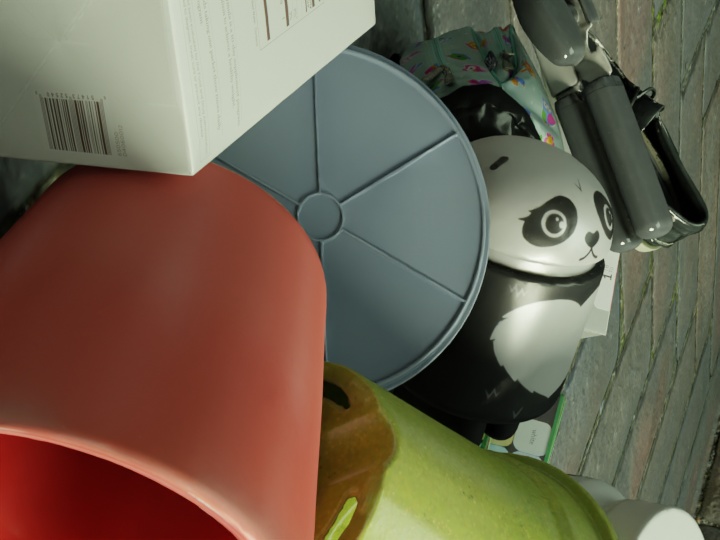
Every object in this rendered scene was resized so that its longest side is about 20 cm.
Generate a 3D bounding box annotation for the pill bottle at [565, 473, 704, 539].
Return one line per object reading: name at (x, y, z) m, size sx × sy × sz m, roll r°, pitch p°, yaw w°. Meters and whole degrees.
pill bottle at (0.098, 0.176, 0.802) m, size 0.113 × 0.199 × 0.114 m, roll 0°, pitch 91°, yaw -46°

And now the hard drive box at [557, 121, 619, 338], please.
hard drive box at (0.138, -0.021, 1.119) m, size 0.200 × 0.076 × 0.157 m, roll 160°, pitch -56°, yaw -71°

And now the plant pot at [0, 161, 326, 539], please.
plant pot at (-0.099, 0.059, 0.563) m, size 0.178 × 0.198 × 0.201 m, roll -74°, pitch 159°, yaw -44°

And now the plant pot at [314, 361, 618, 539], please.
plant pot at (0.006, 0.146, 0.674) m, size 0.184 × 0.199 × 0.202 m, roll 43°, pitch 56°, yaw -41°

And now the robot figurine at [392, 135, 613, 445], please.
robot figurine at (0.085, 0.016, 0.841) m, size 0.151 × 0.124 × 0.202 m, roll -77°, pitch -177°, yaw -65°

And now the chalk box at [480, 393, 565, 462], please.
chalk box at (0.091, 0.158, 1.095) m, size 0.200 × 0.123 × 0.126 m, roll 82°, pitch 25°, yaw -63°

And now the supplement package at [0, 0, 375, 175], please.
supplement package at (-0.081, -0.136, 0.613) m, size 0.200 × 0.113 × 0.110 m, roll -49°, pitch 140°, yaw -53°

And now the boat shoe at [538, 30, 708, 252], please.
boat shoe at (0.201, -0.104, 0.996) m, size 0.074 × 0.066 × 0.201 m, roll -38°, pitch 109°, yaw -36°

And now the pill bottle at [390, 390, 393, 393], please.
pill bottle at (0.020, 0.149, 0.957) m, size 0.112 × 0.111 × 0.202 m, roll 48°, pitch 54°, yaw -63°

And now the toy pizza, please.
toy pizza at (-0.025, -0.027, 0.736) m, size 0.032 × 0.198 × 0.202 m, roll 151°, pitch -47°, yaw -74°

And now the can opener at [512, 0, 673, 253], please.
can opener at (0.150, -0.110, 0.921) m, size 0.067 × 0.053 × 0.202 m, roll -10°, pitch 77°, yaw -44°

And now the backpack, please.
backpack at (0.082, -0.093, 0.969) m, size 0.201 × 0.125 × 0.168 m, roll -94°, pitch 172°, yaw -59°
